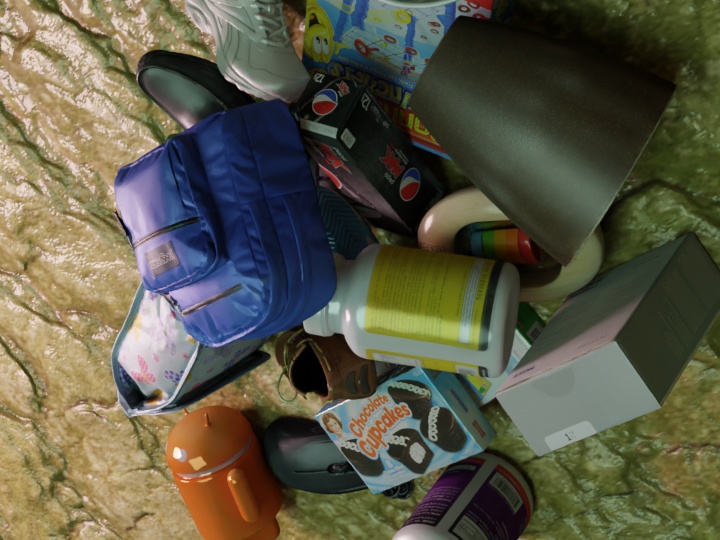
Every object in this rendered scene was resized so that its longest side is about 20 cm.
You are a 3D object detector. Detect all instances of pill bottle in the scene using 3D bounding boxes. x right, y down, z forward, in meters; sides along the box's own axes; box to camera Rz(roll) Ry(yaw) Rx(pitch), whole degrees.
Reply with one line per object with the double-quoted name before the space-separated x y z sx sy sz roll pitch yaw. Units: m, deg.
"pill bottle" 0.103 0.295 1.793 0.111 0.200 0.114 18 128 24
"pill bottle" 0.049 0.035 1.588 0.197 0.112 0.113 9 125 12

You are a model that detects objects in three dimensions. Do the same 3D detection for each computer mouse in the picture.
"computer mouse" -0.044 0.221 1.949 0.198 0.053 0.140 -3 118 36

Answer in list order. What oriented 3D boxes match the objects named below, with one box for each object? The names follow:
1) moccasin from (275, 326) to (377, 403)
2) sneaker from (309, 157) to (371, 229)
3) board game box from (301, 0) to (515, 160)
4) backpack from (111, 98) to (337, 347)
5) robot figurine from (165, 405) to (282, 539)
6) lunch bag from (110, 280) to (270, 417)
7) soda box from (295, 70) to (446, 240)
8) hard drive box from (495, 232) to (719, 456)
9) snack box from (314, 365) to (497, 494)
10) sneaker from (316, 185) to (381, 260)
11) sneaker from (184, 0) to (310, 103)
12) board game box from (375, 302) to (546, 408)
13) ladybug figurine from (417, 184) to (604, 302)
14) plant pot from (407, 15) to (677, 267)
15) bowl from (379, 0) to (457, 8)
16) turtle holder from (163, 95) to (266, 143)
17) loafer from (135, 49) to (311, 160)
"moccasin" -0.053 0.108 1.822 0.201 0.077 0.075 -151 53 -61
"sneaker" -0.037 -0.093 1.736 0.087 0.074 0.202 29 128 41
"board game box" 0.042 -0.228 1.584 0.198 0.056 0.198 23 130 20
"backpack" -0.128 -0.031 1.523 0.162 0.167 0.202 -23 87 50
"robot figurine" -0.169 0.251 2.013 0.115 0.144 0.202 -15 112 17
"lunch bag" -0.180 0.073 1.860 0.127 0.169 0.201 47 135 14
"soda box" 0.007 -0.110 1.612 0.070 0.064 0.200 18 161 35
"hard drive box" 0.239 0.068 1.546 0.155 0.200 0.077 -29 101 44
"snack box" 0.047 0.169 1.804 0.117 0.037 0.199 53 139 -6
"sneaker" 0.000 0.000 1.689 0.076 0.081 0.201 -34 96 12
"sneaker" -0.105 -0.249 1.626 0.201 0.077 0.100 52 130 30
"board game box" 0.097 0.076 1.761 0.153 0.040 0.200 48 134 -2
"ladybug figurine" 0.149 -0.036 1.619 0.198 0.072 0.137 2 129 27
"plant pot" 0.148 -0.135 1.466 0.199 0.187 0.188 31 133 3
"bowl" 0.071 -0.322 1.438 0.198 0.105 0.204 -1 88 21
"turtle holder" -0.147 -0.109 1.761 0.131 0.141 0.187 28 93 -4
"loafer" -0.139 -0.147 1.636 0.199 0.073 0.073 30 133 -11
